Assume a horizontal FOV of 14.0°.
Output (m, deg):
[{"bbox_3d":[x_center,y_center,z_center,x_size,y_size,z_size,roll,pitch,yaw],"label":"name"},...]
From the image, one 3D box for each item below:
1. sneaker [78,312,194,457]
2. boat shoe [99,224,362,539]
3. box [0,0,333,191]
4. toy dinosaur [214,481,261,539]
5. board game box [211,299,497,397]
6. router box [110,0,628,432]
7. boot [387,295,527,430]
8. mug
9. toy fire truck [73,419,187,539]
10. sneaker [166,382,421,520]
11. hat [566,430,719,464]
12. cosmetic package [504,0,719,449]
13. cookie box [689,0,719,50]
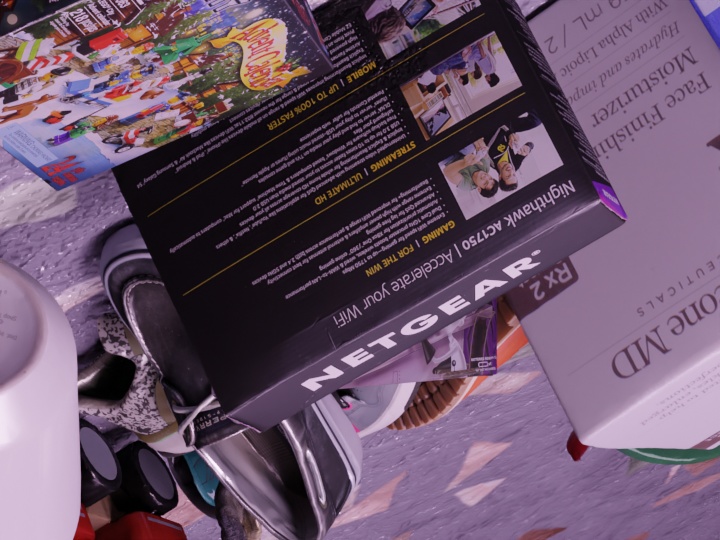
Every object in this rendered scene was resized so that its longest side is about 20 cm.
[{"bbox_3d":[-0.091,0.034,1.545,0.088,0.077,0.200,6,142,-34],"label":"sneaker"},{"bbox_3d":[-0.063,0.061,1.486,0.072,0.071,0.200,-24,122,29],"label":"boat shoe"},{"bbox_3d":[-0.097,-0.096,1.199,0.136,0.038,0.200,-23,166,6],"label":"box"},{"bbox_3d":[-0.062,0.129,1.628,0.047,0.201,0.088,-1,-164,-16],"label":"toy dinosaur"},{"bbox_3d":[0.000,0.000,1.498,0.032,0.120,0.200,-4,180,41],"label":"board game box"},{"bbox_3d":[-0.001,-0.040,1.335,0.200,0.149,0.051,-30,160,12],"label":"router box"},{"bbox_3d":[0.081,0.026,1.738,0.107,0.075,0.200,-12,156,-48],"label":"boot"},{"bbox_3d":[-0.213,0.074,1.383,0.186,0.150,0.153,-24,154,-28],"label":"mug"},{"bbox_3d":[-0.141,0.184,1.641,0.128,0.200,0.176,-31,154,16],"label":"toy fire truck"},{"bbox_3d":[-0.053,0.081,1.698,0.121,0.084,0.200,-22,164,-40],"label":"sneaker"},{"bbox_3d":[0.153,0.016,1.707,0.165,0.176,0.200,30,91,-25],"label":"hat"},{"bbox_3d":[0.165,-0.035,1.481,0.165,0.200,0.165,-36,159,24],"label":"cosmetic package"},{"bbox_3d":[0.193,-0.130,1.317,0.075,0.171,0.200,-33,160,14],"label":"cookie box"}]
